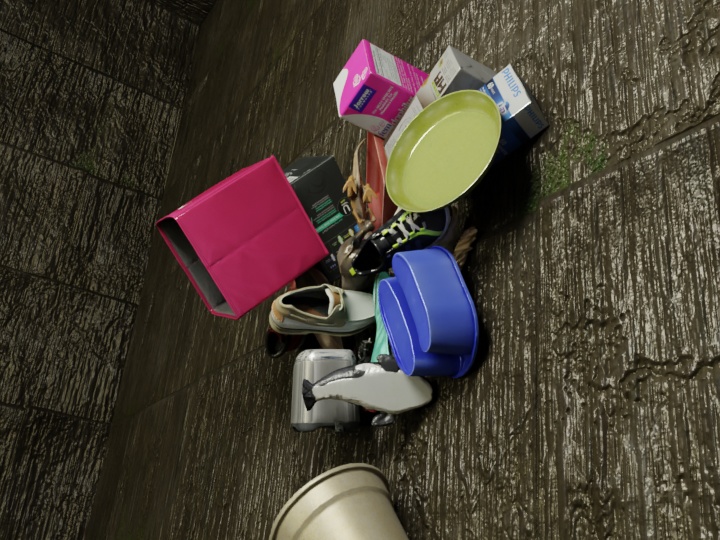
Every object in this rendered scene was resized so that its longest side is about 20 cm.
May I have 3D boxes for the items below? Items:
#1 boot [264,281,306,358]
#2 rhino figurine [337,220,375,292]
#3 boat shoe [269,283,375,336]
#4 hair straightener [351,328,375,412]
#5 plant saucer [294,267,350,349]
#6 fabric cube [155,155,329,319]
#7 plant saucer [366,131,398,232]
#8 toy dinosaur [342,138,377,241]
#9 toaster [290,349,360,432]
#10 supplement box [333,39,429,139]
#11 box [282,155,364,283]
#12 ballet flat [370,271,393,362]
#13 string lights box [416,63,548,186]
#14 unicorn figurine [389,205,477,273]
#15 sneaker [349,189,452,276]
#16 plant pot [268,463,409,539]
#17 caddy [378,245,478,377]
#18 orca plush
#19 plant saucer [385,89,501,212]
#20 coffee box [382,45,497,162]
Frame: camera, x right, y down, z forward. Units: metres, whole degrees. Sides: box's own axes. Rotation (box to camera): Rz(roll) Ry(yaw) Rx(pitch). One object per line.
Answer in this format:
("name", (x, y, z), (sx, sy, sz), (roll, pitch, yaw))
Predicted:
("boot", (-0.134, 0.074, 1.428), (0.144, 0.071, 0.204), (-15, -58, -76))
("rhino figurine", (0.000, 0.000, 1.236), (0.087, 0.060, 0.201), (-42, -22, -17))
("boat shoe", (-0.050, 0.064, 1.178), (0.069, 0.196, 0.076), (116, 142, -55))
("hair straightener", (0.014, 0.142, 1.223), (0.202, 0.040, 0.078), (-97, 20, -49))
("plant saucer", (-0.068, 0.075, 1.321), (0.201, 0.032, 0.202), (55, 159, 31))
("fabric cube", (-0.210, -0.056, 1.239), (0.198, 0.202, 0.195), (-36, 14, -20))
("plant saucer", (0.040, -0.147, 1.274), (0.202, 0.036, 0.202), (92, 172, -47))
("toy dinosaur", (-0.005, -0.146, 1.268), (0.106, 0.059, 0.205), (143, 122, -85))
("toaster", (-0.060, 0.204, 1.185), (0.200, 0.111, 0.132), (126, 143, -75))
("supplement box", (0.063, -0.292, 1.224), (0.101, 0.197, 0.105), (-48, 35, 36))
("box", (-0.083, -0.099, 1.348), (0.123, 0.202, 0.148), (-35, 22, -19))
("ballet flat", (0.058, 0.092, 1.164), (0.069, 0.067, 0.204), (-12, 60, 31))
("string lights box", (0.172, -0.203, 1.065), (0.199, 0.059, 0.104), (-36, 42, 24))
("unicorn figurine", (0.096, -0.046, 1.141), (0.199, 0.073, 0.140), (34, 118, 55))
("sneaker", (0.058, -0.044, 1.073), (0.072, 0.082, 0.200), (52, 127, 5))
("plant pot", (0.000, 0.403, 0.958), (0.183, 0.198, 0.203), (44, 112, 48))
("caddy", (0.106, 0.060, 1.036), (0.142, 0.103, 0.203), (118, 142, -48))
("orca plush", (0.011, 0.182, 1.085), (0.071, 0.196, 0.107), (-75, -31, -85))
("plant saucer", (0.122, -0.166, 1.020), (0.198, 0.031, 0.203), (-24, 50, 32))
("coffee box", (0.136, -0.242, 1.154), (0.201, 0.113, 0.081), (-52, 33, 31))
